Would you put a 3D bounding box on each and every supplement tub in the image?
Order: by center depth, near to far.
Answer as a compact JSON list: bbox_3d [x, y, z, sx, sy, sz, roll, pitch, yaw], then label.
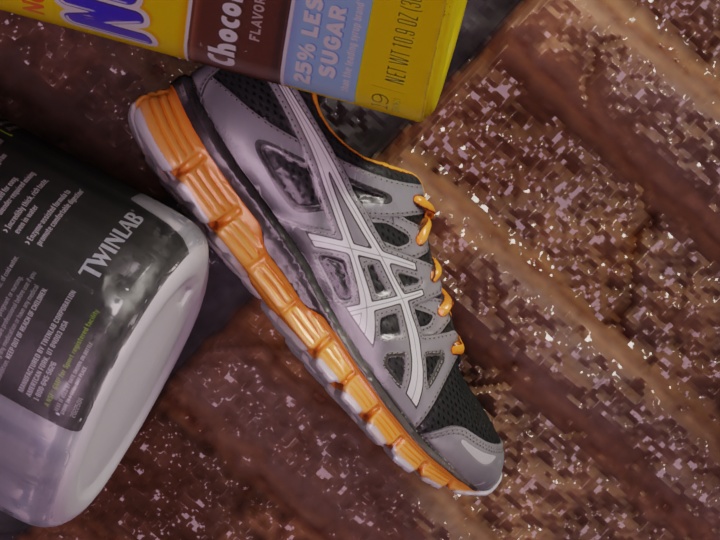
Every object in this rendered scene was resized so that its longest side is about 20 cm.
[{"bbox_3d":[-0.164,-0.005,0.901,0.199,0.123,0.123,28,106,7],"label":"supplement tub"}]

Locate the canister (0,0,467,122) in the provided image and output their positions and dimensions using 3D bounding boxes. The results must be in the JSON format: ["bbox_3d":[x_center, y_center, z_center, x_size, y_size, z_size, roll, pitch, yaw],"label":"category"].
[{"bbox_3d":[-0.056,-0.138,0.856,0.199,0.087,0.149,15,136,3],"label":"canister"}]

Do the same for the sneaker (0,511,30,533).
[{"bbox_3d":[-0.215,0.063,0.969,0.199,0.078,0.092,21,123,-2],"label":"sneaker"}]

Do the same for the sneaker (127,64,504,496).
[{"bbox_3d":[0.000,0.000,0.936,0.077,0.078,0.200,-39,109,-7],"label":"sneaker"}]
